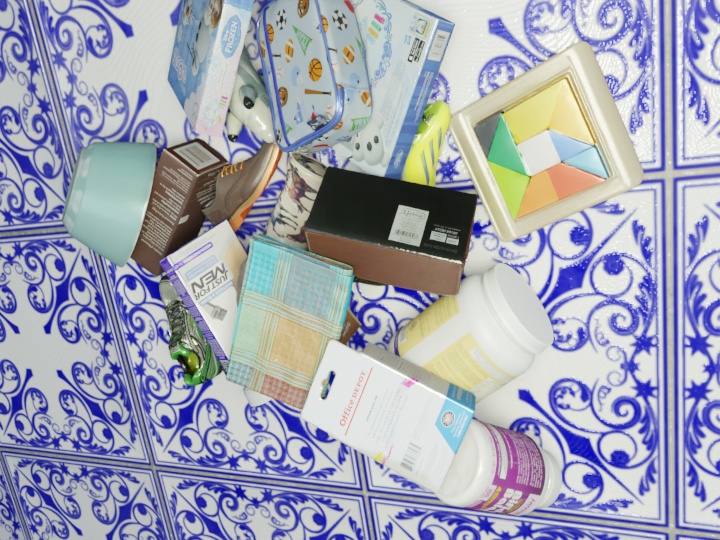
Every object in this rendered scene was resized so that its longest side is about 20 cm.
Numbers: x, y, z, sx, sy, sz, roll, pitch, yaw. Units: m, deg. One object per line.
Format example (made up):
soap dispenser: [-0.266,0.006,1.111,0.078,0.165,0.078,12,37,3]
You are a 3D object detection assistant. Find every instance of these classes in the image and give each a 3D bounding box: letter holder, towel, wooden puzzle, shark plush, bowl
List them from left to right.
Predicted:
bowl: [-0.401,-0.117,0.957,0.102,0.203,0.204,14,122,-29]
shark plush: [-0.160,-0.267,0.876,0.091,0.081,0.204,-55,52,48]
towel: [-0.094,0.072,0.778,0.142,0.022,0.206,18,105,11]
letter holder: [0.041,-0.032,0.787,0.193,0.103,0.144,13,149,11]
wooden puzzle: [0.230,-0.154,0.775,0.196,0.037,0.189,-24,96,28]

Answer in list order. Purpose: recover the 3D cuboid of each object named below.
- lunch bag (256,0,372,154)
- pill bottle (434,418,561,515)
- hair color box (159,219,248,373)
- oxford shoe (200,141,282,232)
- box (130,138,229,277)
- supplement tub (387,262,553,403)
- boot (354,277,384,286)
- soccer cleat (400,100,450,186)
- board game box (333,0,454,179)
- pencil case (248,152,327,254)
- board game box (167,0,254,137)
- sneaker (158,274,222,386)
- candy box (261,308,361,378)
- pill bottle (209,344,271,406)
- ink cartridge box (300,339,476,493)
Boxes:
lunch bag: [-0.066,-0.251,0.775,0.158,0.074,0.208,-11,88,47]
pill bottle: [0.191,0.277,0.848,0.196,0.114,0.113,22,124,-34]
hair color box: [-0.198,0.043,0.910,0.064,0.108,0.204,-11,111,59]
oxford shoe: [-0.181,-0.138,0.929,0.072,0.072,0.201,34,119,-12]
box: [-0.296,-0.101,0.982,0.074,0.100,0.202,35,118,3]
supplement tub: [0.148,0.099,0.835,0.199,0.145,0.147,-40,90,29]
boot: [0.000,0.000,0.892,0.194,0.097,0.077,0,108,23]
soccer cleat: [0.079,-0.133,0.843,0.082,0.065,0.204,21,114,-15]
board game box: [0.006,-0.254,0.793,0.198,0.043,0.205,40,122,32]
pencil case: [-0.103,-0.079,0.921,0.087,0.078,0.204,25,117,-3]
board game box: [-0.211,-0.321,0.841,0.201,0.042,0.204,52,130,46]
sneaker: [-0.302,0.103,1.064,0.076,0.085,0.206,-16,100,27]
candy box: [-0.079,0.084,0.895,0.056,0.200,0.118,-38,91,25]
pill bottle: [-0.191,0.112,1.004,0.109,0.111,0.205,-22,98,27]
ink cartridge box: [0.035,0.173,0.771,0.195,0.068,0.118,26,100,9]
